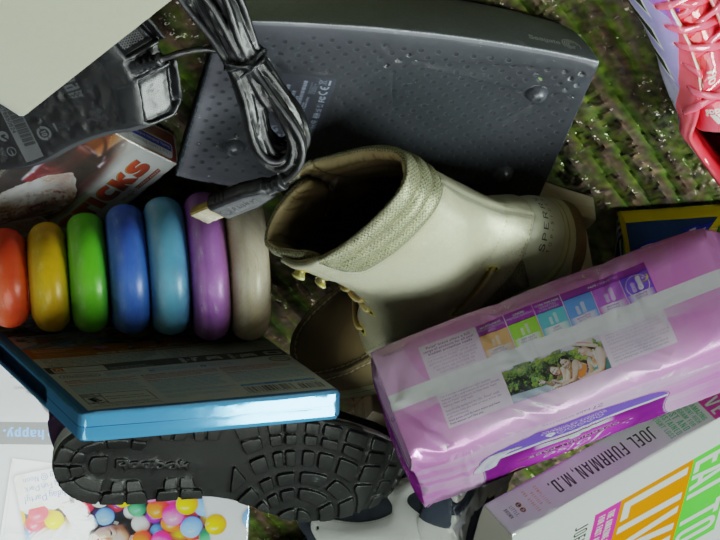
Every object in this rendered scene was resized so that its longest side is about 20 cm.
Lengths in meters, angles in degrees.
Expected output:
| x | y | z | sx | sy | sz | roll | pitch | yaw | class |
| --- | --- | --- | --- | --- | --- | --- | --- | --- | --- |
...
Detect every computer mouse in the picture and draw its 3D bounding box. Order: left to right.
| x | y | z | sx | sy | sz | roll | pitch | yaw | class |
| --- | --- | --- | --- | --- | --- | --- | --- | --- | --- |
| -0.117 | -0.082 | 1.480 | 0.200 | 0.046 | 0.141 | -19 | 113 | 28 | computer mouse |

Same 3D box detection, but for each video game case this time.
| x | y | z | sx | sy | sz | roll | pitch | yaw | class |
| --- | --- | --- | --- | --- | --- | --- | --- | --- | --- |
| -0.115 | 0.048 | 1.558 | 0.143 | 0.200 | 0.018 | -4 | 107 | -24 | video game case |

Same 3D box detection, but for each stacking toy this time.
| x | y | z | sx | sy | sz | roll | pitch | yaw | class |
| --- | --- | --- | --- | --- | --- | --- | --- | --- | --- |
| -0.150 | 0.002 | 1.553 | 0.200 | 0.085 | 0.085 | -4 | 142 | -7 | stacking toy |

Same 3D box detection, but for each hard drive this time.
| x | y | z | sx | sy | sz | roll | pitch | yaw | class |
| --- | --- | --- | --- | --- | --- | --- | --- | --- | --- |
| 0.011 | -0.091 | 1.521 | 0.200 | 0.042 | 0.135 | 5 | 141 | -14 | hard drive |

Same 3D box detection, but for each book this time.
| x | y | z | sx | sy | sz | roll | pitch | yaw | class |
| --- | --- | --- | --- | --- | --- | --- | --- | --- | --- |
| 0.143 | 0.134 | 1.633 | 0.200 | 0.048 | 0.134 | -27 | 148 | -27 | book |

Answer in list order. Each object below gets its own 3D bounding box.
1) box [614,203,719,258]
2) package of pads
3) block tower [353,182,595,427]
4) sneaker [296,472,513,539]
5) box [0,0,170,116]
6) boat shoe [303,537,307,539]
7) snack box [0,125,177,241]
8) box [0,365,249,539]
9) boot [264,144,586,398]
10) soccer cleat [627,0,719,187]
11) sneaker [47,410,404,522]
| x | y | z | sx | sy | sz | roll | pitch | yaw | class |
| --- | --- | --- | --- | --- | --- | --- | --- | --- | --- |
| 0.183 | 0.049 | 1.698 | 0.070 | 0.064 | 0.200 | -5 | 141 | -2 | box |
| 0.108 | 0.051 | 1.537 | 0.200 | 0.076 | 0.121 | -21 | 162 | -1 | package of pads |
| 0.061 | 0.029 | 1.667 | 0.054 | 0.058 | 0.200 | 16 | 136 | -24 | block tower |
| 0.018 | 0.122 | 1.674 | 0.129 | 0.079 | 0.199 | 17 | 121 | 26 | sneaker |
| -0.130 | -0.187 | 1.317 | 0.200 | 0.128 | 0.109 | -34 | 133 | 31 | box |
| -0.040 | 0.215 | 1.879 | 0.060 | 0.074 | 0.200 | 2 | 149 | -17 | boat shoe |
| -0.191 | -0.028 | 1.591 | 0.072 | 0.024 | 0.200 | 26 | 132 | -37 | snack box |
| -0.142 | 0.130 | 1.668 | 0.156 | 0.041 | 0.200 | 1 | 105 | -11 | box |
| 0.000 | 0.000 | 1.551 | 0.200 | 0.072 | 0.155 | -29 | 149 | 36 | boot |
| 0.175 | -0.115 | 1.482 | 0.067 | 0.077 | 0.200 | -15 | 141 | 13 | soccer cleat |
| -0.072 | 0.079 | 1.601 | 0.200 | 0.088 | 0.076 | 7 | 128 | -17 | sneaker |
